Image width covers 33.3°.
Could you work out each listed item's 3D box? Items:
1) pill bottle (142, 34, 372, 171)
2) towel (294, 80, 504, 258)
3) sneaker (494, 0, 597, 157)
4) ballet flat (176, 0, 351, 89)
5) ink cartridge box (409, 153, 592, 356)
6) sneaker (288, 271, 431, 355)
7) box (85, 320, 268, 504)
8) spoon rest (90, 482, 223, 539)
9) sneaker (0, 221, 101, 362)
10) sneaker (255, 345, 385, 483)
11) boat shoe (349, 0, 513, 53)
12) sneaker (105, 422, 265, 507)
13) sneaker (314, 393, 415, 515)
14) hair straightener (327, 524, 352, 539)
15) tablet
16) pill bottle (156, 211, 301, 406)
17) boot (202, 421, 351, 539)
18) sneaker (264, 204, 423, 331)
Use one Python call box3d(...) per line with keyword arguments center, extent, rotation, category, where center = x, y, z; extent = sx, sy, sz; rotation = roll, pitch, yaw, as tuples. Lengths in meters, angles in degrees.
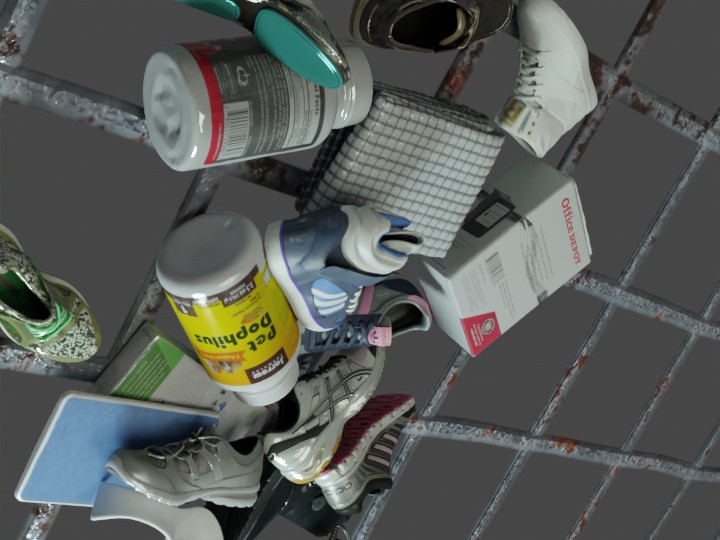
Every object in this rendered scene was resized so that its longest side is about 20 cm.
box3d(center=(-0.090, -0.161, 1.107), extent=(0.198, 0.111, 0.112), rotation=(-14, 127, -33), category="pill bottle")
box3d(center=(0.037, -0.108, 1.272), extent=(0.198, 0.086, 0.167), rotation=(10, 119, -38), category="towel")
box3d(center=(0.195, -0.208, 1.343), extent=(0.116, 0.073, 0.200), rotation=(-46, 139, -9), category="sneaker")
box3d(center=(-0.085, -0.233, 1.035), extent=(0.199, 0.072, 0.073), rotation=(29, 102, -5), category="ballet flat")
box3d(center=(0.171, -0.020, 1.445), extent=(0.199, 0.083, 0.146), rotation=(-38, 136, -14), category="ink cartridge box")
box3d(center=(-0.009, 0.058, 1.349), extent=(0.198, 0.082, 0.071), rotation=(-20, 131, -28), category="sneaker")
box3d(center=(-0.206, 0.156, 1.287), extent=(0.145, 0.036, 0.200), rotation=(-49, 139, -1), category="box")
box3d(center=(-0.200, 0.284, 1.280), extent=(0.200, 0.060, 0.101), rotation=(47, 44, -45), category="spoon rest")
box3d(center=(-0.296, 0.037, 1.087), extent=(0.077, 0.088, 0.200), rotation=(-45, 138, -5), category="sneaker")
box3d(center=(-0.044, 0.137, 1.364), extent=(0.087, 0.075, 0.201), rotation=(40, 62, -19), category="sneaker")
box3d(center=(0.083, -0.248, 1.219), extent=(0.198, 0.073, 0.075), rotation=(-15, 127, -32), category="boat shoe")
box3d(center=(-0.179, 0.193, 1.251), extent=(0.199, 0.074, 0.083), rotation=(15, 96, -51), category="sneaker")
box3d(center=(0.010, 0.220, 1.439), extent=(0.200, 0.073, 0.089), rotation=(-42, 120, -51), category="sneaker")
box3d(center=(-0.061, 0.349, 1.474), extent=(0.076, 0.041, 0.200), rotation=(-7, 153, -39), category="hair straightener")
box3d(center=(-0.246, 0.189, 1.241), extent=(0.199, 0.014, 0.131), rotation=(16, 108, -44), category="tablet")
box3d(center=(-0.125, 0.045, 1.221), extent=(0.109, 0.109, 0.201), rotation=(-35, 135, -15), category="pill bottle")
box3d(center=(-0.093, 0.292, 1.443), extent=(0.201, 0.076, 0.168), rotation=(-55, 134, -4), category="boot")
box3d(center=(0.000, 0.000, 1.218), extent=(0.144, 0.082, 0.200), rotation=(-8, 153, 15), category="sneaker")
